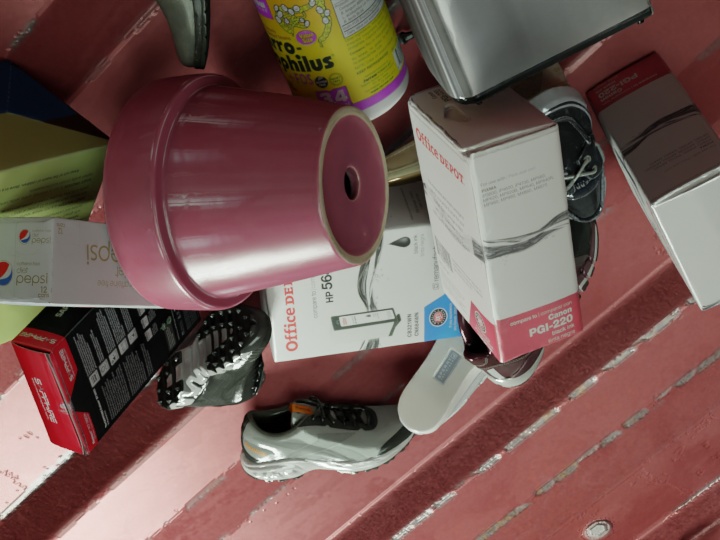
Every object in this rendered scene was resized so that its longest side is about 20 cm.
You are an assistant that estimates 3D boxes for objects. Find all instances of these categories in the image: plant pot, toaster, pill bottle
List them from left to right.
[{"bbox_3d":[-0.082,-0.066,1.018,0.178,0.200,0.201,-1,132,27],"label":"plant pot"},{"bbox_3d":[-0.034,-0.225,1.031,0.104,0.104,0.201,-21,126,3],"label":"pill bottle"},{"bbox_3d":[0.111,-0.239,1.007,0.199,0.181,0.119,-26,124,6],"label":"toaster"}]

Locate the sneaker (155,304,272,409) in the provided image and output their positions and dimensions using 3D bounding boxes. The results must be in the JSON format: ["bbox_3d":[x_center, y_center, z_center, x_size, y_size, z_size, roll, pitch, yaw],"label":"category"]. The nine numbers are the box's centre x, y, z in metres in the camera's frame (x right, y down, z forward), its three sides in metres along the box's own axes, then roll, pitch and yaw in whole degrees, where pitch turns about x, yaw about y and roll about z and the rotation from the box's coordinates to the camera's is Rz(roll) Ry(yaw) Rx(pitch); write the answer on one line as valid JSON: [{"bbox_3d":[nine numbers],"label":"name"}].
[{"bbox_3d":[-0.126,0.089,1.241,0.090,0.067,0.200,10,149,-31],"label":"sneaker"}]

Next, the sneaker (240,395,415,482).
[{"bbox_3d":[-0.034,0.173,1.340,0.199,0.074,0.080,-9,122,-5],"label":"sneaker"}]

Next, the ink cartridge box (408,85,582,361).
[{"bbox_3d":[0.115,-0.049,1.059,0.084,0.146,0.201,-20,120,-9],"label":"ink cartridge box"}]

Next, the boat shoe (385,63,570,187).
[{"bbox_3d":[0.098,-0.140,1.151,0.199,0.072,0.065,-27,87,8],"label":"boat shoe"}]

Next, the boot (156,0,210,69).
[{"bbox_3d":[-0.195,-0.256,1.007,0.130,0.068,0.201,-8,119,0],"label":"boot"}]

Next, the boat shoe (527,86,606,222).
[{"bbox_3d":[0.191,-0.099,1.140,0.071,0.068,0.200,-28,154,3],"label":"boat shoe"}]

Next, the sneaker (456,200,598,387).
[{"bbox_3d":[0.159,0.013,1.208,0.115,0.075,0.201,26,87,-51],"label":"sneaker"}]

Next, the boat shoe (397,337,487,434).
[{"bbox_3d":[0.116,0.089,1.312,0.072,0.068,0.201,31,93,15],"label":"boat shoe"}]

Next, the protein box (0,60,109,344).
[{"bbox_3d":[-0.341,-0.042,1.018,0.135,0.198,0.201,36,120,17],"label":"protein box"}]

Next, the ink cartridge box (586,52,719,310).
[{"bbox_3d":[0.295,-0.084,1.142,0.085,0.200,0.146,-29,126,10],"label":"ink cartridge box"}]

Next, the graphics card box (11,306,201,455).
[{"bbox_3d":[-0.228,0.055,1.141,0.051,0.200,0.126,11,132,26],"label":"graphics card box"}]

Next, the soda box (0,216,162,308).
[{"bbox_3d":[-0.213,-0.004,1.021,0.063,0.200,0.069,1,88,25],"label":"soda box"}]

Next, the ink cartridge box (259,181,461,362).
[{"bbox_3d":[0.000,0.000,1.213,0.199,0.084,0.147,-9,127,-7],"label":"ink cartridge box"}]
